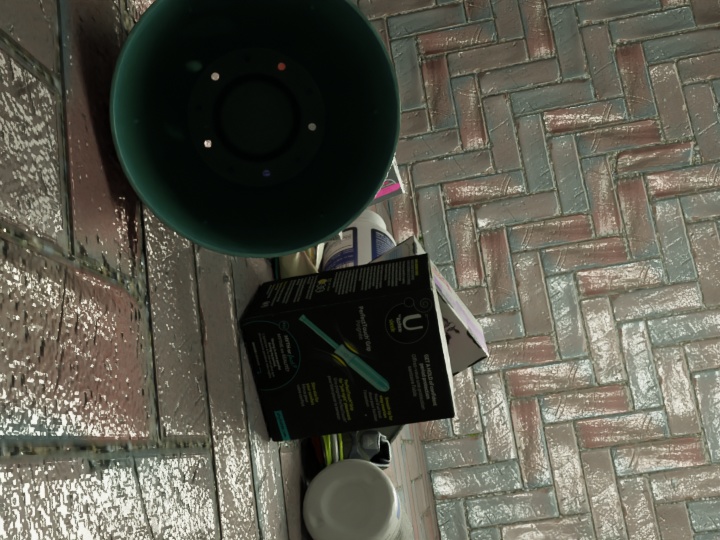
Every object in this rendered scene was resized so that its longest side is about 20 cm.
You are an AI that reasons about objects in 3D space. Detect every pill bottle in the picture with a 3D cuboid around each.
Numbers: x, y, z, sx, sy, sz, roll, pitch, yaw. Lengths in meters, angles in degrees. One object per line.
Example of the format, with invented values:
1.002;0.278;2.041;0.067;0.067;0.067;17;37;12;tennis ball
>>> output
0.000;0.000;1.145;0.200;0.111;0.111;-91;169;-52;pill bottle
0.005;0.325;1.004;0.200;0.114;0.114;71;12;-53;pill bottle

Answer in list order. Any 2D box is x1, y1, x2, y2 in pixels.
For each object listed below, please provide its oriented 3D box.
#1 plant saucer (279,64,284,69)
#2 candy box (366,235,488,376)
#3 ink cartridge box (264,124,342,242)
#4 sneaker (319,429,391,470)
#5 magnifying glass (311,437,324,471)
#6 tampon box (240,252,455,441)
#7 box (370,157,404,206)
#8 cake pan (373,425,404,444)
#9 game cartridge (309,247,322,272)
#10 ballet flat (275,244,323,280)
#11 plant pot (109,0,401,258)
-0.135;-0.330;1.100;0.200;0.037;0.200;72;10;-54;plant saucer
0.032;0.080;1.008;0.168;0.200;0.072;51;17;-22;candy box
-0.080;-0.122;1.010;0.037;0.095;0.200;67;14;-63;ink cartridge box
0.003;0.254;1.060;0.200;0.081;0.074;65;18;-66;sneaker
-0.043;0.265;1.084;0.080;0.022;0.200;-89;167;-55;magnifying glass
-0.007;0.082;0.878;0.126;0.200;0.150;-79;159;-72;tampon box
-0.025;-0.196;1.269;0.106;0.122;0.200;70;-2;-48;box
0.065;0.173;1.156;0.200;0.037;0.200;-57;177;-5;cake pan
-0.081;-0.043;1.146;0.133;0.042;0.200;58;23;-63;game cartridge
-0.081;-0.067;1.045;0.069;0.069;0.200;63;19;-69;ballet flat
-0.082;-0.120;0.629;0.161;0.200;0.201;-131;-151;-77;plant pot
